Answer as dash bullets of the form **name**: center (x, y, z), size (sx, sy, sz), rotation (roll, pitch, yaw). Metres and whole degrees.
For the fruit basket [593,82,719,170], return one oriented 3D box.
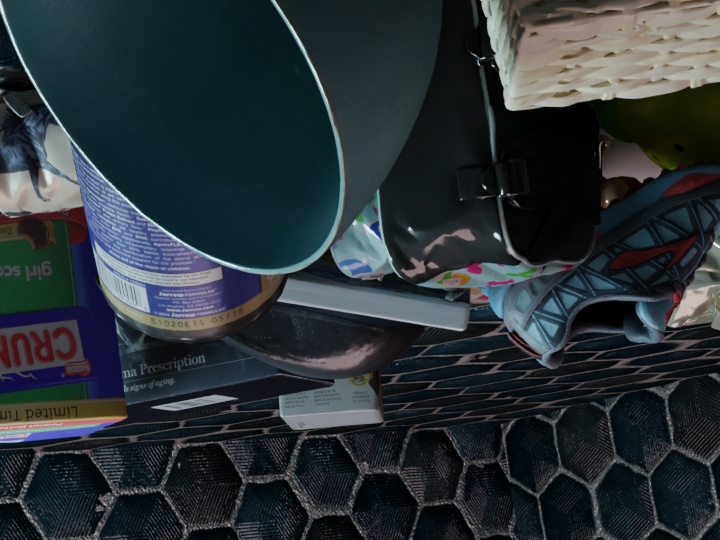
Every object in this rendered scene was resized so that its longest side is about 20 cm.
- **fruit basket**: center (0.266, -0.097, 1.125), size (0.215, 0.156, 0.216), rotation (-25, 175, -2)

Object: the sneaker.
- **sneaker**: center (0.183, 0.003, 1.069), size (0.200, 0.096, 0.079), rotation (-24, 154, -3)

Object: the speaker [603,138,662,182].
- **speaker**: center (0.133, -0.084, 1.225), size (0.200, 0.081, 0.081), rotation (-3, 168, -22)

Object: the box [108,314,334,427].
- **box**: center (-0.139, 0.011, 1.242), size (0.200, 0.182, 0.104), rotation (-13, 167, 20)

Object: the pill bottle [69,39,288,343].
- **pill bottle**: center (-0.099, -0.064, 0.895), size (0.112, 0.112, 0.200), rotation (-7, 137, -4)

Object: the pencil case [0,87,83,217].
- **pencil case**: center (-0.137, -0.088, 1.006), size (0.200, 0.078, 0.089), rotation (-10, 142, 8)

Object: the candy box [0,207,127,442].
- **candy box**: center (-0.259, 0.015, 1.122), size (0.169, 0.200, 0.077), rotation (-1, 167, -34)

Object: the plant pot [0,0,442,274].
- **plant pot**: center (-0.041, -0.117, 0.714), size (0.135, 0.200, 0.200), rotation (-42, -171, -31)

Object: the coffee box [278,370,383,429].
- **coffee box**: center (-0.028, 0.021, 1.323), size (0.080, 0.200, 0.113), rotation (-5, 170, 2)

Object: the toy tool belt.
- **toy tool belt**: center (0.306, -0.037, 1.299), size (0.123, 0.125, 0.200), rotation (-7, -151, 32)

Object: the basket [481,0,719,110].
- **basket**: center (0.147, -0.155, 0.749), size (0.200, 0.124, 0.136), rotation (-7, 168, 0)

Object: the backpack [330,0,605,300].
- **backpack**: center (0.063, -0.074, 0.971), size (0.150, 0.178, 0.200), rotation (-11, 176, 29)

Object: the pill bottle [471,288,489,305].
- **pill bottle**: center (0.104, -0.035, 1.356), size (0.116, 0.117, 0.200), rotation (-4, 168, -21)

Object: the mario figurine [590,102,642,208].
- **mario figurine**: center (0.127, -0.067, 1.121), size (0.200, 0.124, 0.106), rotation (27, -171, -29)

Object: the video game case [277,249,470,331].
- **video game case**: center (0.000, 0.000, 1.070), size (0.143, 0.018, 0.200), rotation (10, -169, 2)

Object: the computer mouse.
- **computer mouse**: center (-0.058, 0.032, 1.044), size (0.200, 0.053, 0.138), rotation (10, -170, 9)
